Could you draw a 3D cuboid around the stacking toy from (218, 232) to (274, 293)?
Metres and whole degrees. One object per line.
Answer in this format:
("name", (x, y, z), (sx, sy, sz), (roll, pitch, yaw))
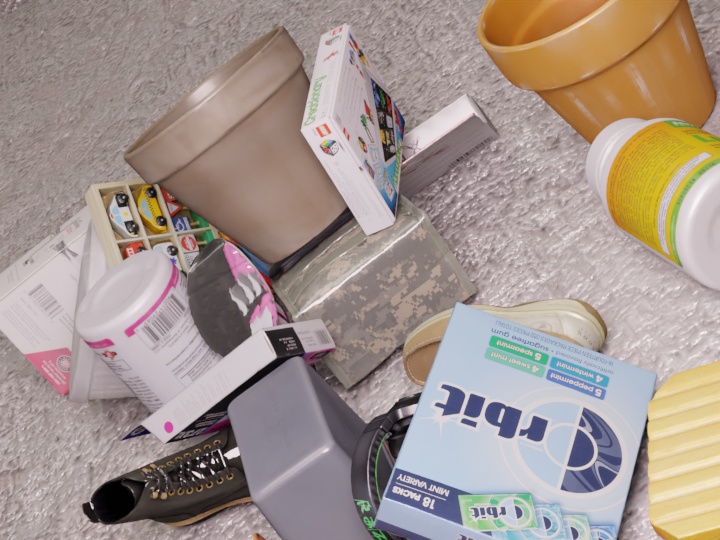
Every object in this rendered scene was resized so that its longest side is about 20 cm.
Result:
("stacking toy", (-0.140, -0.002, 1.818), (0.200, 0.110, 0.116), (-30, 29, 39))

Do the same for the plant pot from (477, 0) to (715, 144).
("plant pot", (0.242, -0.208, 1.554), (0.200, 0.183, 0.201), (-30, 29, 18))

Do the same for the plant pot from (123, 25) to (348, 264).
("plant pot", (-0.101, -0.107, 1.587), (0.200, 0.174, 0.200), (-37, 11, 9))

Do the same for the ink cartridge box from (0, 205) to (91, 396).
("ink cartridge box", (-0.321, 0.025, 1.922), (0.200, 0.147, 0.083), (-38, 26, -1))

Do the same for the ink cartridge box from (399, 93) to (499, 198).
("ink cartridge box", (0.041, -0.111, 1.702), (0.200, 0.045, 0.176), (-34, -10, 9))

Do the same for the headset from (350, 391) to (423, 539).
("headset", (0.077, 0.141, 1.299), (0.094, 0.124, 0.200), (-25, 18, 49))

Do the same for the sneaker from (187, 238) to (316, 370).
("sneaker", (-0.102, 0.056, 1.568), (0.080, 0.201, 0.086), (-23, 20, 7))

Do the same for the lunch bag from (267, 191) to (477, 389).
("lunch bag", (0.000, 0.000, 1.612), (0.164, 0.118, 0.200), (-37, 22, -2))

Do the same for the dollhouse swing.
("dollhouse swing", (0.277, 0.070, 1.133), (0.175, 0.182, 0.200), (-6, 38, 15))

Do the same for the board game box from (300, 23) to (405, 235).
("board game box", (-0.003, -0.139, 1.574), (0.034, 0.127, 0.200), (-23, 28, 18))

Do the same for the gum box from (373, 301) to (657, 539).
("gum box", (0.121, 0.133, 1.231), (0.045, 0.169, 0.200), (104, -172, -49))

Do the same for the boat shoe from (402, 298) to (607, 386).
("boat shoe", (0.113, 0.073, 1.410), (0.199, 0.074, 0.066), (-15, 30, 37))

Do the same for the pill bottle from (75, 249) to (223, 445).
("pill bottle", (-0.175, 0.087, 1.598), (0.113, 0.200, 0.114), (-29, 29, 18))

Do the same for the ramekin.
("ramekin", (-0.261, 0.047, 1.787), (0.202, 0.094, 0.204), (-174, 90, -78))

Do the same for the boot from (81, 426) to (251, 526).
("boot", (-0.140, 0.181, 1.476), (0.200, 0.138, 0.078), (-38, 69, 22))

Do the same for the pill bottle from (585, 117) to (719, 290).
("pill bottle", (0.272, -0.066, 1.384), (0.111, 0.111, 0.200), (-40, 28, -3))

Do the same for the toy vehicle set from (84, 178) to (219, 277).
("toy vehicle set", (-0.199, -0.004, 1.716), (0.124, 0.201, 0.027), (-11, -20, -34))

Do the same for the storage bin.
("storage bin", (-0.042, 0.176, 1.379), (0.145, 0.134, 0.200), (-36, 27, 5))

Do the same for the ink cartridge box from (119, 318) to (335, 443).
("ink cartridge box", (-0.121, 0.110, 1.482), (0.200, 0.037, 0.095), (-35, -15, 30))
